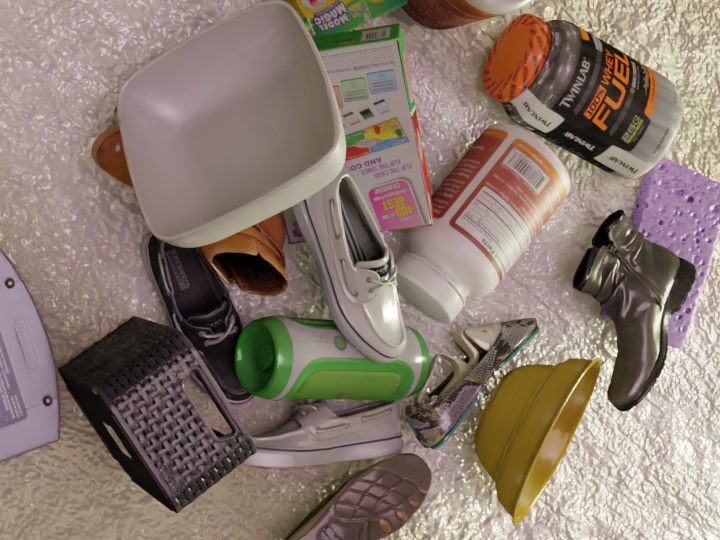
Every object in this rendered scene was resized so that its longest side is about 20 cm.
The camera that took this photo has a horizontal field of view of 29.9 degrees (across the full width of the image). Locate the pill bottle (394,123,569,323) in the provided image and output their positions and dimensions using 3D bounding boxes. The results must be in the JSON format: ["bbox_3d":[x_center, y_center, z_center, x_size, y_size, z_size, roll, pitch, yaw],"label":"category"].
[{"bbox_3d":[0.121,-0.047,1.419,0.112,0.112,0.200,44,76,-19],"label":"pill bottle"}]

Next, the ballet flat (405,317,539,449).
[{"bbox_3d":[0.116,0.102,1.449,0.200,0.072,0.072,-46,109,-26],"label":"ballet flat"}]

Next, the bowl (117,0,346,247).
[{"bbox_3d":[-0.108,-0.124,1.211,0.199,0.201,0.075,-27,150,12],"label":"bowl"}]

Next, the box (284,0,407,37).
[{"bbox_3d":[-0.047,-0.325,1.342,0.117,0.048,0.201,-27,82,-20],"label":"box"}]

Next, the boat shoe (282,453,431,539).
[{"bbox_3d":[-0.016,0.255,1.404,0.199,0.073,0.075,-35,102,-12],"label":"boat shoe"}]

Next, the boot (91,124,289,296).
[{"bbox_3d":[-0.158,-0.054,1.278,0.199,0.156,0.077,26,119,-32],"label":"boot"}]

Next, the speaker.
[{"bbox_3d":[-0.026,0.090,1.361,0.199,0.088,0.089,5,91,-40],"label":"speaker"}]

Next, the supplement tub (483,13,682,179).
[{"bbox_3d":[0.240,-0.191,1.465,0.199,0.122,0.123,24,83,-23],"label":"supplement tub"}]

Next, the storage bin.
[{"bbox_3d":[-0.192,0.129,1.250,0.093,0.200,0.136,-35,106,-17],"label":"storage bin"}]

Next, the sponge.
[{"bbox_3d":[0.357,-0.021,1.576,0.111,0.030,0.202,20,86,-22],"label":"sponge"}]

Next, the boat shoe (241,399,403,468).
[{"bbox_3d":[-0.045,0.164,1.389,0.198,0.072,0.066,-2,89,-24],"label":"boat shoe"}]

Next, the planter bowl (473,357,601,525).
[{"bbox_3d":[0.178,0.166,1.454,0.083,0.201,0.201,27,80,17],"label":"planter bowl"}]

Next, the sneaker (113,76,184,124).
[{"bbox_3d":[-0.144,-0.175,1.324,0.199,0.075,0.100,-28,103,-20],"label":"sneaker"}]

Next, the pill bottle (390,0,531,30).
[{"bbox_3d":[0.094,-0.302,1.354,0.111,0.200,0.113,-1,93,-24],"label":"pill bottle"}]

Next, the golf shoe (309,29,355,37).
[{"bbox_3d":[-0.014,-0.203,1.370,0.077,0.094,0.201,-28,102,-19],"label":"golf shoe"}]

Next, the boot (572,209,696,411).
[{"bbox_3d":[0.284,0.044,1.504,0.130,0.068,0.201,30,73,-19],"label":"boot"}]

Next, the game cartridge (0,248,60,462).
[{"bbox_3d":[-0.358,0.082,1.266,0.132,0.041,0.202,-18,100,-18],"label":"game cartridge"}]

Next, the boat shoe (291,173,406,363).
[{"bbox_3d":[0.000,0.000,1.304,0.074,0.066,0.201,-44,111,-42],"label":"boat shoe"}]

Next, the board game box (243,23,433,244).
[{"bbox_3d":[-0.018,-0.130,1.318,0.152,0.040,0.201,-7,120,9],"label":"board game box"}]

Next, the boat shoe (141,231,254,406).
[{"bbox_3d":[-0.152,0.047,1.336,0.071,0.068,0.201,-26,102,-20],"label":"boat shoe"}]
